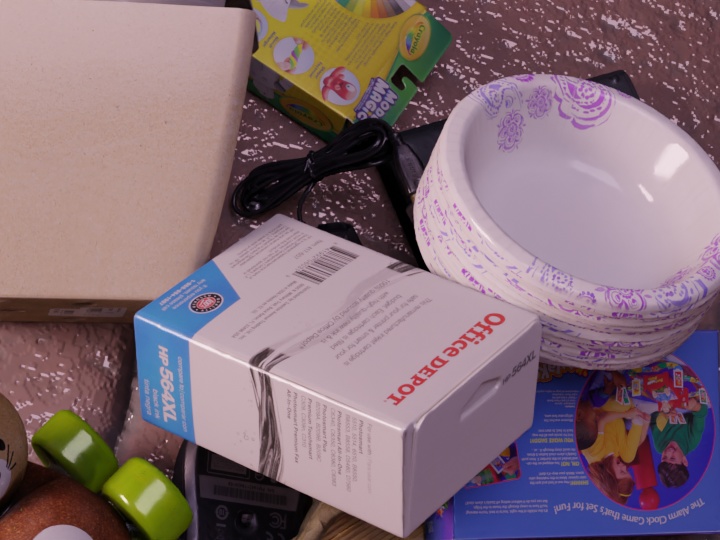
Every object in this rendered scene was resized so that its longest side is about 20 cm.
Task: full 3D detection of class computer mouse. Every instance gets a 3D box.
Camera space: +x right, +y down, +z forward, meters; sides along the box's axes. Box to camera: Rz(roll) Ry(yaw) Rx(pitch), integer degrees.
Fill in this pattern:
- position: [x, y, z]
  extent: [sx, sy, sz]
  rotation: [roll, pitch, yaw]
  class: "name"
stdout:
- position: [0.000, 0.000, 1.425]
  extent: [0.140, 0.046, 0.201]
  rotation: [-28, 61, 19]
  class: "computer mouse"
- position: [-0.089, 0.179, 1.349]
  extent: [0.138, 0.053, 0.202]
  rotation: [16, 70, -24]
  class: "computer mouse"

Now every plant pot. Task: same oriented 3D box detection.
- position: [-0.179, -0.061, 1.366]
  extent: [0.198, 0.200, 0.179]
  rotation: [2, 82, -12]
  class: "plant pot"

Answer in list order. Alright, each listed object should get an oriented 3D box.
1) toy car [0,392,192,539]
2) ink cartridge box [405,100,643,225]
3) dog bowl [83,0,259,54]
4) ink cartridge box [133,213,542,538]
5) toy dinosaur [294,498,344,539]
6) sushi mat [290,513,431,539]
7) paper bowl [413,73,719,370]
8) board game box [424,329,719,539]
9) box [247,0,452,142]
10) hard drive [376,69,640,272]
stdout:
- position: [-0.223, 0.121, 1.245]
  extent: [0.164, 0.201, 0.157]
  rotation: [-44, 42, -19]
  class: "toy car"
- position: [0.143, -0.031, 1.464]
  extent: [0.199, 0.042, 0.120]
  rotation: [-25, 86, -22]
  class: "ink cartridge box"
- position: [-0.163, -0.175, 1.398]
  extent: [0.198, 0.200, 0.059]
  rotation: [2, 82, -12]
  class: "dog bowl"
- position: [-0.013, 0.058, 1.279]
  extent: [0.199, 0.085, 0.146]
  rotation: [22, 38, 29]
  class: "ink cartridge box"
- position: [-0.002, 0.131, 1.331]
  extent: [0.048, 0.088, 0.200]
  rotation: [60, 35, -12]
  class: "toy dinosaur"
- position: [0.003, 0.195, 1.357]
  extent: [0.199, 0.012, 0.096]
  rotation: [-30, 91, -32]
  class: "sushi mat"
- position: [0.130, -0.021, 1.359]
  extent: [0.199, 0.105, 0.202]
  rotation: [12, 46, -12]
  class: "paper bowl"
- position: [0.139, 0.106, 1.401]
  extent: [0.198, 0.045, 0.136]
  rotation: [2, 84, -22]
  class: "board game box"
- position: [-0.044, -0.176, 1.523]
  extent: [0.199, 0.048, 0.118]
  rotation: [33, 63, 6]
  class: "box"
- position: [0.124, -0.054, 1.514]
  extent: [0.199, 0.033, 0.140]
  rotation: [-17, 71, -19]
  class: "hard drive"
